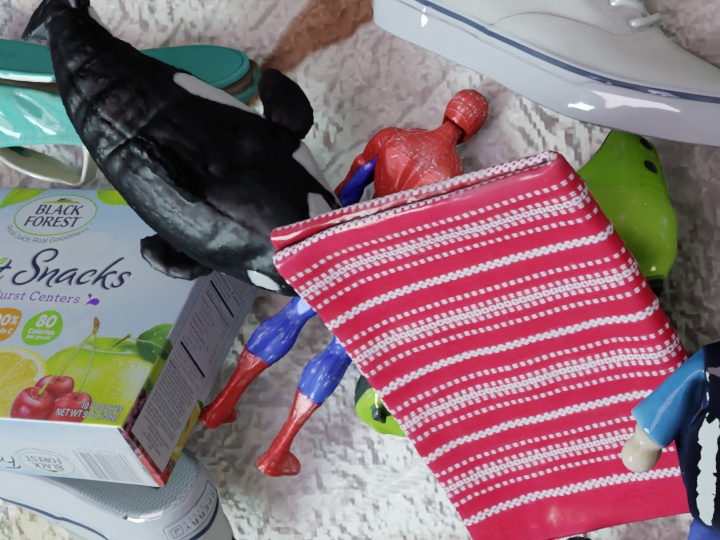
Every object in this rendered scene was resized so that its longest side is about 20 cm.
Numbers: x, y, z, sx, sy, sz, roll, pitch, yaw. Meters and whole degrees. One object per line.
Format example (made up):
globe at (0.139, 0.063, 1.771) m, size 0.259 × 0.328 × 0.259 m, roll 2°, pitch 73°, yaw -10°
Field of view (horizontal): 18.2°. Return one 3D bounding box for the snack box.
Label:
snack box at (-0.157, 0.028, 1.097) m, size 0.199 × 0.053 × 0.143 m, roll 2°, pitch 50°, yaw 31°

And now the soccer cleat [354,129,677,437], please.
soccer cleat at (0.069, 0.012, 1.002) m, size 0.200 × 0.067 × 0.081 m, roll -39°, pitch 34°, yaw 41°

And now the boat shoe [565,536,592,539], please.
boat shoe at (0.129, 0.211, 0.969) m, size 0.200 × 0.071 × 0.091 m, roll 46°, pitch 116°, yaw 21°

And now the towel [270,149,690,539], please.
towel at (0.067, 0.042, 0.953) m, size 0.144 × 0.023 × 0.200 m, roll -15°, pitch 127°, yaw 29°

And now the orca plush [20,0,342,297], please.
orca plush at (-0.082, -0.066, 1.008) m, size 0.105 × 0.071 × 0.201 m, roll -34°, pitch 80°, yaw 8°

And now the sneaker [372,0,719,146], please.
sneaker at (0.091, -0.109, 0.969) m, size 0.199 × 0.073 × 0.071 m, roll 25°, pitch 109°, yaw 28°

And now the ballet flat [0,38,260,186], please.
ballet flat at (-0.127, -0.076, 1.118) m, size 0.199 × 0.067 × 0.071 m, roll 6°, pitch 121°, yaw 31°

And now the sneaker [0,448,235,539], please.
sneaker at (-0.142, 0.107, 1.121) m, size 0.199 × 0.073 × 0.071 m, roll 24°, pitch 146°, yaw 43°

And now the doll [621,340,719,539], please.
doll at (0.176, 0.084, 0.923) m, size 0.135 × 0.048 × 0.201 m, roll -5°, pitch 102°, yaw 0°

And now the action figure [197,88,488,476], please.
action figure at (0.000, 0.000, 1.047) m, size 0.065 × 0.052 × 0.201 m, roll 39°, pitch 107°, yaw 17°
